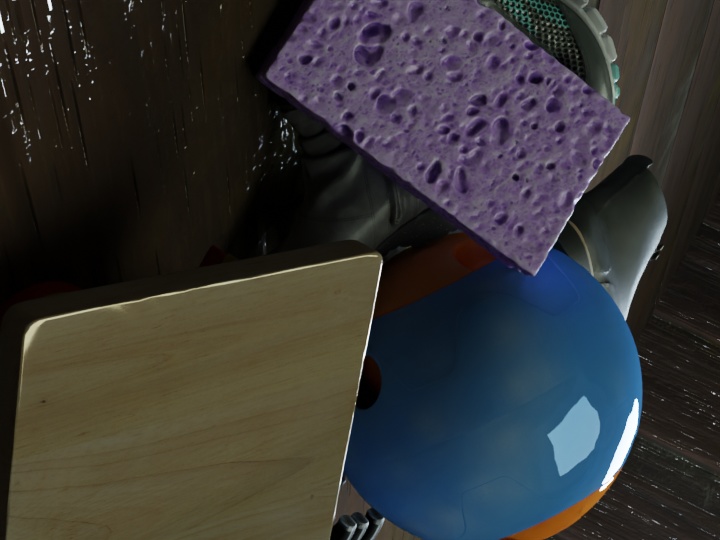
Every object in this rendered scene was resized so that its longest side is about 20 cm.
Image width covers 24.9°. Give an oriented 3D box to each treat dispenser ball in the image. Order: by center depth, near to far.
[{"bbox_3d":[0.076,0.075,1.025,0.201,0.201,0.201,-56,163,-28],"label":"treat dispenser ball"}]

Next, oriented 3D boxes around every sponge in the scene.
[{"bbox_3d":[0.050,-0.097,0.922,0.112,0.200,0.030,-56,-161,-5],"label":"sponge"}]

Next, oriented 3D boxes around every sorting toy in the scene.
[{"bbox_3d":[-0.100,0.081,0.790,0.200,0.070,0.199,-11,122,-40],"label":"sorting toy"}]

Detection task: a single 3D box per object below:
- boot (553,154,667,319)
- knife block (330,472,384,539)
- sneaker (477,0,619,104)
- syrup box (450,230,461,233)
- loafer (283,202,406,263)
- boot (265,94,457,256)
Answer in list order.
[{"bbox_3d":[0.190,0.026,1.215,0.138,0.077,0.200,-35,129,-36],"label":"boot"},{"bbox_3d":[-0.062,0.204,1.092,0.175,0.064,0.200,-27,159,-3],"label":"knife block"},{"bbox_3d":[0.075,-0.157,0.973,0.091,0.200,0.078,-37,-175,-34],"label":"sneaker"},{"bbox_3d":[0.099,0.010,1.229,0.079,0.081,0.200,-29,126,-31],"label":"syrup box"},{"bbox_3d":[0.000,0.000,1.118,0.070,0.070,0.200,-42,152,12],"label":"loafer"},{"bbox_3d":[-0.025,-0.053,0.966,0.200,0.070,0.132,-36,127,-14],"label":"boot"}]
